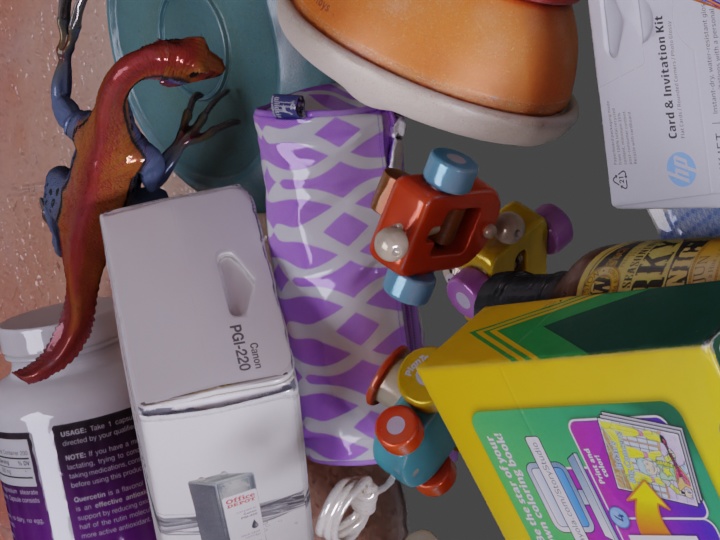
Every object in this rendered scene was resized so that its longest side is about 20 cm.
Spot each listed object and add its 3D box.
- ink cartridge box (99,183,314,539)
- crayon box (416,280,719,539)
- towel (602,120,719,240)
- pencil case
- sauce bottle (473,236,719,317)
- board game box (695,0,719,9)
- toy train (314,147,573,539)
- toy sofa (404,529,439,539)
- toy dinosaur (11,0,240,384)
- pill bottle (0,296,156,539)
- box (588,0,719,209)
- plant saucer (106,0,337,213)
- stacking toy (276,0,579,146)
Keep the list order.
[{"bbox_3d":[-0.076,0.079,1.260,0.201,0.084,0.146,88,169,-46],"label":"ink cartridge box"},{"bbox_3d":[0.135,0.105,0.997,0.172,0.058,0.201,-6,116,52],"label":"crayon box"},{"bbox_3d":[0.191,-0.014,1.015,0.147,0.024,0.201,-39,75,49],"label":"towel"},{"bbox_3d":[0.000,0.000,1.222,0.085,0.084,0.202,1,108,28],"label":"pencil case"},{"bbox_3d":[0.129,0.019,1.029,0.199,0.064,0.065,-5,101,48],"label":"sauce bottle"},{"bbox_3d":[0.127,-0.198,0.816,0.199,0.199,0.201,28,99,42],"label":"board game box"},{"bbox_3d":[0.024,0.023,1.124,0.055,0.150,0.201,34,120,30],"label":"toy train"},{"bbox_3d":[0.065,0.209,1.182,0.199,0.097,0.083,17,142,52],"label":"toy sofa"},{"bbox_3d":[-0.118,-0.048,1.257,0.182,0.104,0.202,118,160,-76],"label":"toy dinosaur"},{"bbox_3d":[-0.158,0.122,1.445,0.112,0.112,0.202,2,105,52],"label":"pill bottle"},{"bbox_3d":[0.179,-0.104,0.946,0.199,0.041,0.157,-1,101,41],"label":"box"},{"bbox_3d":[-0.083,-0.126,1.316,0.199,0.027,0.202,25,123,46],"label":"plant saucer"},{"bbox_3d":[0.059,-0.168,1.059,0.146,0.145,0.201,38,115,37],"label":"stacking toy"}]
